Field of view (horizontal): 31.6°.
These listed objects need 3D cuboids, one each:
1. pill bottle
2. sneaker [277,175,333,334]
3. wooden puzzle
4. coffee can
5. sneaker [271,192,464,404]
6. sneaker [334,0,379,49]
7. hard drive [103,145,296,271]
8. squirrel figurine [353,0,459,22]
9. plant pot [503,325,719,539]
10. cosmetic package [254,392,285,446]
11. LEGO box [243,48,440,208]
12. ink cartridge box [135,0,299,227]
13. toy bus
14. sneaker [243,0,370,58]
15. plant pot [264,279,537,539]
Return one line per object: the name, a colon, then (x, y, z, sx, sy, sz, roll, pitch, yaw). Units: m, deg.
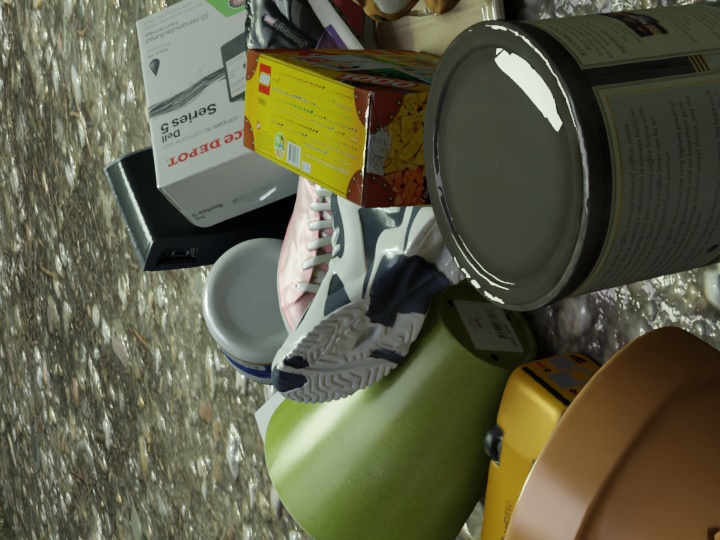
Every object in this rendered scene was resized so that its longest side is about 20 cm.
pill bottle: (-0.086, 0.048, 1.232, 0.200, 0.115, 0.117, 90, 163, -76)
sneaker: (-0.024, -0.036, 1.050, 0.105, 0.074, 0.202, 123, 155, -74)
wooden puzzle: (0.074, -0.127, 1.008, 0.185, 0.037, 0.202, 4, 98, 63)
coffee can: (0.155, -0.068, 0.688, 0.146, 0.198, 0.148, 32, 127, 55)
sneaker: (0.000, 0.000, 0.957, 0.200, 0.079, 0.130, -52, 30, 14)
sneaker: (-0.026, -0.219, 1.104, 0.074, 0.086, 0.202, 1, 100, 61)
hard drive: (-0.137, -0.075, 1.245, 0.136, 0.198, 0.042, 64, 148, 24)
squirrel figurine: (0.044, -0.282, 0.931, 0.187, 0.140, 0.202, 137, 135, -72)
plant pot: (0.195, 0.153, 0.727, 0.139, 0.199, 0.202, 30, 128, 34)
cosmetic package: (-0.026, 0.154, 1.248, 0.200, 0.080, 0.114, -47, 60, 56)
LEGO box: (0.022, -0.108, 0.911, 0.200, 0.148, 0.078, 31, 121, 56)
ink cartridge box: (-0.120, -0.162, 1.188, 0.084, 0.144, 0.202, 49, -156, -57)
toy bus: (0.136, 0.167, 0.943, 0.065, 0.078, 0.202, 39, 133, 50)
sneaker: (-0.072, -0.216, 1.043, 0.201, 0.087, 0.076, 53, -176, -2)
plant pot: (0.049, 0.106, 1.013, 0.201, 0.186, 0.188, -55, 50, 34)
